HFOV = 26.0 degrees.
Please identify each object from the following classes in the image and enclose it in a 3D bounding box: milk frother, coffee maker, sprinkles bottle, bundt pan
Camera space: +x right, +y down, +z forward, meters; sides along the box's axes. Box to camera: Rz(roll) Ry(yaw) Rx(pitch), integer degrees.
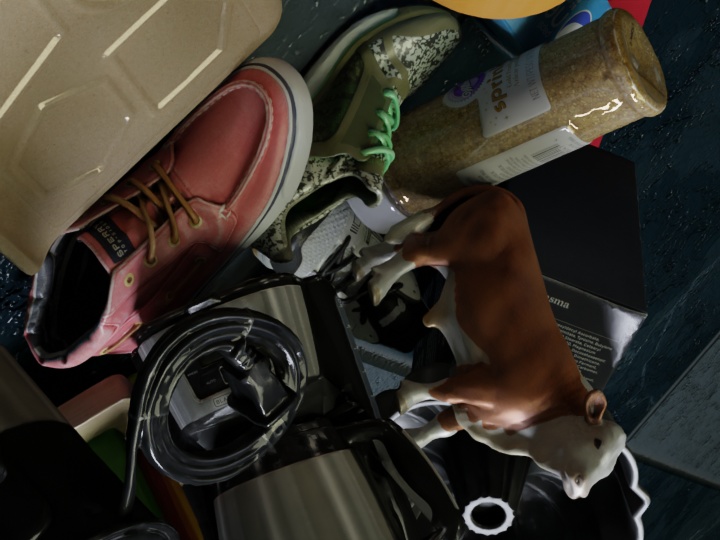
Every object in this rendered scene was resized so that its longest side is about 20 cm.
[{"bbox_3d":[-0.155,0.066,0.763,0.200,0.188,0.181,-31,151,-30],"label":"milk frother"},{"bbox_3d":[-0.043,0.117,0.868,0.134,0.201,0.192,-16,166,-18],"label":"coffee maker"},{"bbox_3d":[0.082,-0.087,0.939,0.200,0.068,0.068,-23,166,29],"label":"sprinkles bottle"},{"bbox_3d":[0.082,0.133,1.004,0.076,0.201,0.202,-83,-165,-56],"label":"bundt pan"}]

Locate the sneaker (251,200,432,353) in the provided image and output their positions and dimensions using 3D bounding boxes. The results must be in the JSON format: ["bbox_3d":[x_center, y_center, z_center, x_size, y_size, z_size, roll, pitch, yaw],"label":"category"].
[{"bbox_3d":[0.000,0.000,1.010,0.076,0.088,0.200,-48,157,3],"label":"sneaker"}]

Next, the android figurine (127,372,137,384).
[{"bbox_3d":[-0.095,0.086,1.050,0.182,0.041,0.200,-46,155,-1],"label":"android figurine"}]

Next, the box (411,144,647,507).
[{"bbox_3d":[0.114,0.026,1.097,0.200,0.104,0.182,-80,-169,-55],"label":"box"}]

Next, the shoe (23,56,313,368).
[{"bbox_3d":[-0.104,-0.026,0.832,0.200,0.071,0.091,-53,163,26],"label":"shoe"}]

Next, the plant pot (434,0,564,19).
[{"bbox_3d":[0.079,-0.218,0.739,0.200,0.200,0.183,-38,168,-18],"label":"plant pot"}]

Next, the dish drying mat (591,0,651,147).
[{"bbox_3d":[0.172,-0.136,1.168,0.077,0.018,0.200,-30,149,-32],"label":"dish drying mat"}]

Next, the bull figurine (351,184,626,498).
[{"bbox_3d":[0.072,0.046,0.894,0.121,0.201,0.065,-12,155,-8],"label":"bull figurine"}]

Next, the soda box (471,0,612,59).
[{"bbox_3d":[0.096,-0.175,0.939,0.064,0.068,0.200,-47,154,3],"label":"soda box"}]

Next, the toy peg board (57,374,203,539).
[{"bbox_3d":[-0.176,0.181,0.944,0.200,0.098,0.199,-30,153,1],"label":"toy peg board"}]

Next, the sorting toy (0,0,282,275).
[{"bbox_3d":[-0.132,-0.109,0.734,0.200,0.036,0.185,-48,155,-7],"label":"sorting toy"}]

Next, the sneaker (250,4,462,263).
[{"bbox_3d":[-0.005,-0.072,0.908,0.200,0.089,0.077,-41,154,-12],"label":"sneaker"}]
